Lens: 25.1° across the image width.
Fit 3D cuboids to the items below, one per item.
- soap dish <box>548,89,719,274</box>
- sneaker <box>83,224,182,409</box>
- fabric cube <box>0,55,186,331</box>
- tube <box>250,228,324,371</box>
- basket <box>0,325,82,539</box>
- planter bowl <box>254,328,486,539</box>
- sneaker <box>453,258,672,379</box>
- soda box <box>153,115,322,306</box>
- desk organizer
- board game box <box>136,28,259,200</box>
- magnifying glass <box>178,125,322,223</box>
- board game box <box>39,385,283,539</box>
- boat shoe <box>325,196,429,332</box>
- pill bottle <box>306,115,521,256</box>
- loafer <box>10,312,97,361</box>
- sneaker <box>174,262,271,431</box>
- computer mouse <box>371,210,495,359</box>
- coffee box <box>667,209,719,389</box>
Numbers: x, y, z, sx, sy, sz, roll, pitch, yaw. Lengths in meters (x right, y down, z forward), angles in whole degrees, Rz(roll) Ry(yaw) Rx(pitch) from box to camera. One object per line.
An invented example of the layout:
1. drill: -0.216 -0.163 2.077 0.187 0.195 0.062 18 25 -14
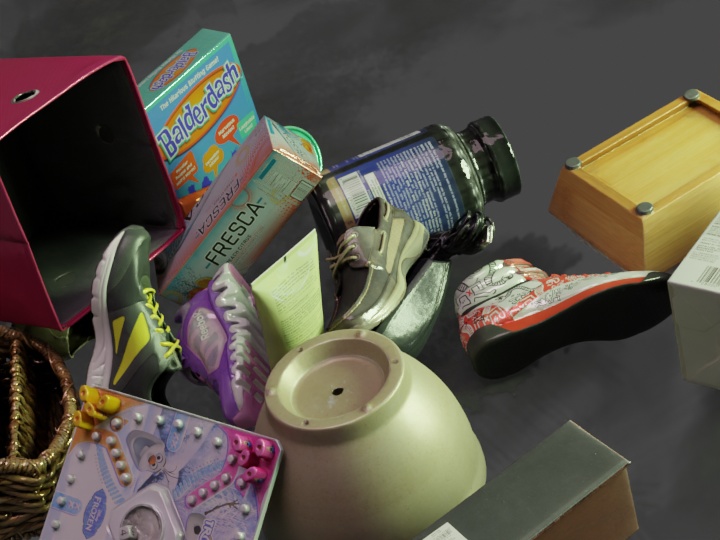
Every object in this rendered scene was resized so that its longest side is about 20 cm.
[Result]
1. soap dish: 0.299 -0.085 1.537 0.199 0.082 0.157 -30 38 -14
2. sneaker: -0.201 0.060 1.493 0.084 0.202 0.074 7 6 13
3. fabric cube: -0.325 -0.081 1.556 0.198 0.201 0.196 6 34 37
4. tube: -0.057 0.050 1.393 0.051 0.201 0.058 -1 51 3
5. basket: -0.330 0.132 1.467 0.142 0.150 0.201 -16 36 2
6. planter bowl: -0.005 0.136 1.338 0.199 0.135 0.201 -11 38 8
7. sneaker: 0.182 0.020 1.464 0.200 0.068 0.108 -20 39 2
8. soda box: -0.123 -0.052 1.597 0.200 0.063 0.069 -50 30 21
9. desk organizer: 0.117 0.212 1.237 0.199 0.077 0.072 -34 39 -20
10. board game box: -0.167 -0.126 1.684 0.045 0.201 0.152 15 48 36
11. magnifying glass: -0.115 -0.094 1.695 0.199 0.080 0.022 -27 13 -39
12. board game box: -0.177 0.209 1.301 0.199 0.026 0.201 13 81 29
13. boat shoe: 0.000 0.000 1.465 0.074 0.073 0.200 -41 11 30
14. pill bottle: 0.054 -0.078 1.605 0.199 0.112 0.112 -23 37 -7
15. loafer: -0.279 0.035 1.635 0.067 0.076 0.200 13 41 18
16. sneaker: -0.131 0.085 1.511 0.088 0.081 0.201 -28 39 9
17. computer mouse: 0.049 0.038 1.481 0.200 0.053 0.138 -51 12 -23
18. coffee box: 0.347 -0.002 1.385 0.079 0.114 0.200 14 46 35
